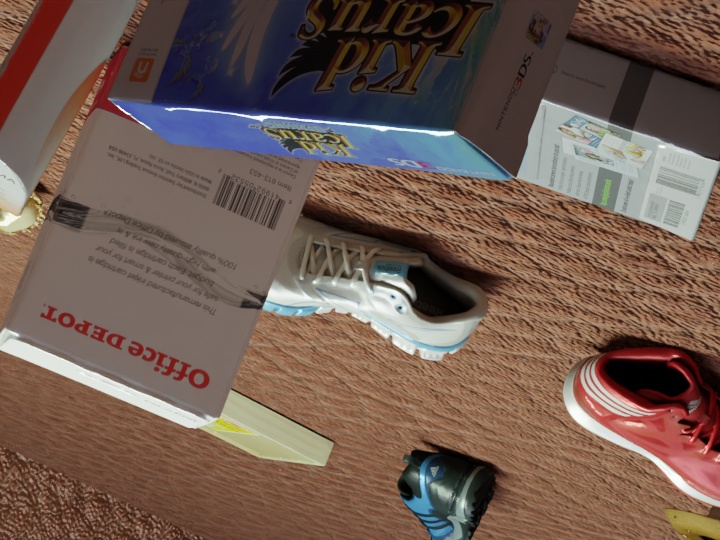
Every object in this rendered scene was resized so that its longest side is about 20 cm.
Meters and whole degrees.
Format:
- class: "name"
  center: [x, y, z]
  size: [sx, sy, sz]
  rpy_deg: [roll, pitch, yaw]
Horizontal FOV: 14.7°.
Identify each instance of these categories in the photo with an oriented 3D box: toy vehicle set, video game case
- class: "toy vehicle set"
  center: [-0.139, 0.144, 2.817]
  size: [0.200, 0.027, 0.124]
  rpy_deg: [29, 164, -33]
- class: "video game case"
  center: [0.008, -0.133, 1.133]
  size: [0.200, 0.181, 0.045]
  rpy_deg: [8, 161, 43]

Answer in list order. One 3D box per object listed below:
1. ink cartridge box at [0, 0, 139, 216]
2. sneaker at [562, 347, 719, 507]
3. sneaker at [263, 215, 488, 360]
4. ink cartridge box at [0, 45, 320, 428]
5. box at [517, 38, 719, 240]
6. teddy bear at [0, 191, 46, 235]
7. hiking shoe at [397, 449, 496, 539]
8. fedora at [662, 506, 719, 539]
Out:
- class: "ink cartridge box"
  center: [-0.151, -0.122, 1.465]
  size: [0.050, 0.162, 0.200]
  rpy_deg: [30, 167, -8]
- class: "sneaker"
  center: [0.247, 0.116, 2.005]
  size: [0.200, 0.078, 0.116]
  rpy_deg: [20, 168, -4]
- class: "sneaker"
  center: [0.000, 0.000, 1.959]
  size: [0.200, 0.075, 0.087]
  rpy_deg: [16, 161, -15]
- class: "ink cartridge box"
  center: [-0.127, -0.018, 1.763]
  size: [0.145, 0.200, 0.084]
  rpy_deg: [23, 167, -9]
- class: "box"
  center: [0.098, -0.085, 1.504]
  size: [0.200, 0.041, 0.156]
  rpy_deg: [18, 166, 6]
- class: "teddy bear"
  center: [-0.344, -0.068, 2.227]
  size: [0.145, 0.067, 0.200]
  rpy_deg: [20, 164, -42]
- class: "hiking shoe"
  center: [0.080, 0.218, 2.711]
  size: [0.087, 0.074, 0.200]
  rpy_deg: [27, 158, 8]
- class: "fedora"
  center: [0.338, 0.199, 2.190]
  size: [0.201, 0.082, 0.201]
  rpy_deg: [23, 172, 4]
